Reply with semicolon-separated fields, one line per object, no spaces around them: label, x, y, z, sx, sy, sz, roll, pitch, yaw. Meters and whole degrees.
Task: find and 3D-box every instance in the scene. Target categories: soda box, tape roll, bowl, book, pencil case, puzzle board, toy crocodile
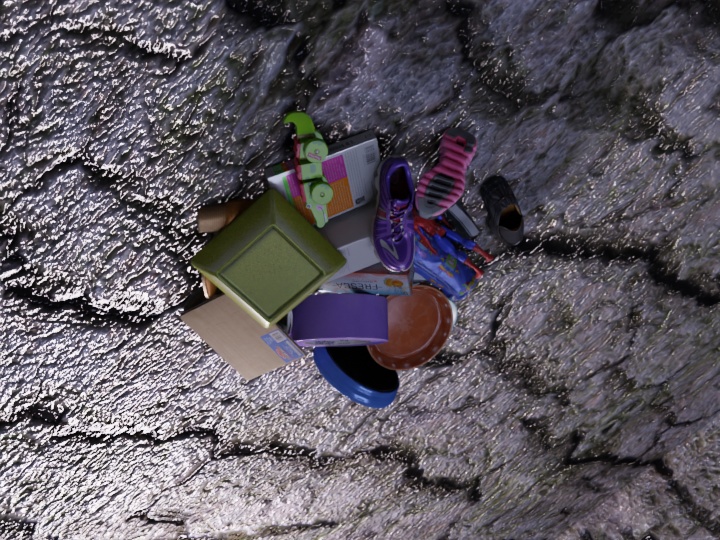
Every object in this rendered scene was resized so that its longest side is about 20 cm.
soda box;0.000;0.000;1.702;0.198;0.064;0.069;3;144;13
tape roll;-0.045;0.099;1.764;0.198;0.086;0.200;-1;170;0
bowl;-0.004;0.203;1.896;0.199;0.201;0.040;15;119;-40
book;-0.058;-0.153;1.580;0.198;0.048;0.134;-21;138;-9
pencil case;0.136;-0.017;1.759;0.199;0.087;0.078;36;133;-21
puzzle board;-0.216;0.117;1.682;0.150;0.017;0.200;-24;124;27
toy crocodile;-0.084;-0.166;1.490;0.061;0.068;0.202;-11;120;-8

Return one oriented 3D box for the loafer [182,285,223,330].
loafer;-0.250;0.052;1.684;0.200;0.070;0.075;-40;141;16

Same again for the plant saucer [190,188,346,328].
plant saucer;-0.154;-0.005;1.554;0.200;0.048;0.200;-39;119;13

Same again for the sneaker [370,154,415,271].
sneaker;0.058;-0.096;1.558;0.080;0.083;0.202;-5;99;-7

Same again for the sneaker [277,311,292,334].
sneaker;-0.190;0.106;1.746;0.073;0.116;0.201;-3;138;-29

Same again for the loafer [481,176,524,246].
loafer;0.293;-0.101;1.819;0.072;0.073;0.200;-31;143;5

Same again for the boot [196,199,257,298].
boot;-0.211;-0.035;1.595;0.142;0.071;0.203;-4;130;-11

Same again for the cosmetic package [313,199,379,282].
cosmetic package;-0.012;-0.066;1.656;0.198;0.108;0.085;-19;141;-7

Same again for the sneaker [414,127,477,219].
sneaker;0.146;-0.156;1.606;0.079;0.201;0.096;28;148;3

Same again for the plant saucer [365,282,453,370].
plant saucer;0.099;0.115;1.904;0.198;0.032;0.202;-9;117;-19

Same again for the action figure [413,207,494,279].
action figure;0.153;-0.064;1.697;0.066;0.199;0.052;-53;-176;-14

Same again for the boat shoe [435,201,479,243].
boat shoe;0.170;-0.108;1.745;0.056;0.069;0.200;-34;144;11

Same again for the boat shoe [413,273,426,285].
boat shoe;0.100;-0.005;1.834;0.198;0.073;0.071;-6;161;-26

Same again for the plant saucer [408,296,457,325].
plant saucer;0.116;0.114;1.993;0.199;0.039;0.202;-16;142;-13
